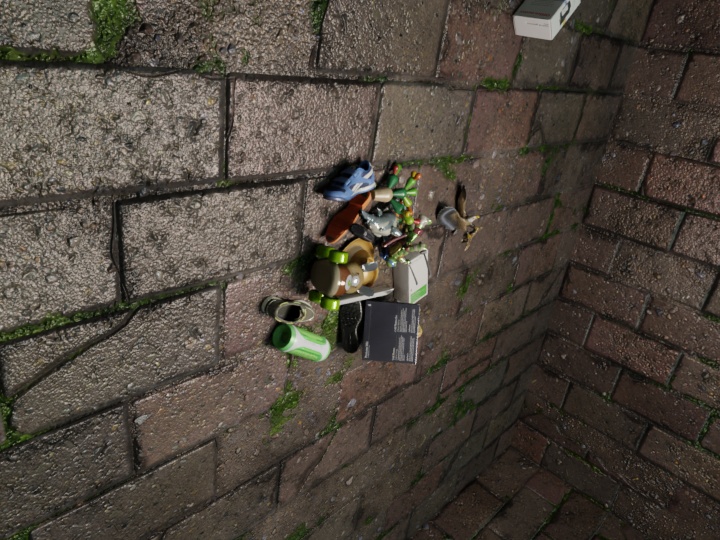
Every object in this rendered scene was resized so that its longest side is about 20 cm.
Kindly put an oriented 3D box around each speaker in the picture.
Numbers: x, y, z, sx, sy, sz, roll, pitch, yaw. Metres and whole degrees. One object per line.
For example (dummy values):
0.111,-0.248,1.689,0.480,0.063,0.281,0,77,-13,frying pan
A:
-0.175,0.220,1.560,0.200,0.088,0.089,32,87,-53,speaker

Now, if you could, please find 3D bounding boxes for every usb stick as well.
0.006,-0.109,1.513,0.200,0.055,0.033,12,100,-82,usb stick

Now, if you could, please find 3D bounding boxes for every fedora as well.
0.000,0.000,1.633,0.200,0.082,0.202,-28,131,-38,fedora

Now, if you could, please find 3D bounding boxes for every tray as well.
0.000,0.079,1.624,0.199,0.022,0.107,-12,170,-9,tray

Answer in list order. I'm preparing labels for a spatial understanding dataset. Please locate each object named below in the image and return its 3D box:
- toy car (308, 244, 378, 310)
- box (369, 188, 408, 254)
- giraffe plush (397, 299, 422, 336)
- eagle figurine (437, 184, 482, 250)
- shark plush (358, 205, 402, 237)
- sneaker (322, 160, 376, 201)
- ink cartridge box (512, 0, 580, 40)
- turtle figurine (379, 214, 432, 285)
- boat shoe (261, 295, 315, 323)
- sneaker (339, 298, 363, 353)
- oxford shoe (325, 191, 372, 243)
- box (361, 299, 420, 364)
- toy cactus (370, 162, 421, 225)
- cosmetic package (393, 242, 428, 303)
-0.033,0.024,1.513,0.199,0.158,0.165,6,99,-32,toy car
0.106,-0.149,1.706,0.136,0.038,0.201,-42,139,-25,box
0.136,0.226,1.910,0.201,0.171,0.163,-75,173,-47,giraffe plush
0.381,-0.205,1.955,0.200,0.151,0.152,48,27,-22,eagle figurine
0.045,-0.154,1.561,0.199,0.091,0.084,10,83,-44,shark plush
-0.034,-0.250,1.451,0.200,0.074,0.083,-35,134,-43,sneaker
0.644,-0.904,1.789,0.200,0.145,0.083,-52,144,-13,ink cartridge box
0.179,-0.068,1.679,0.195,0.199,0.144,-61,159,-15,turtle figurine
-0.196,0.122,1.494,0.201,0.060,0.072,19,97,-53,boat shoe
-0.024,0.171,1.743,0.088,0.075,0.201,-44,142,-62,sneaker
-0.026,-0.146,1.525,0.200,0.071,0.073,-50,147,-16,oxford shoe
0.100,0.204,1.739,0.104,0.181,0.201,74,20,-88,box
0.113,-0.234,1.584,0.164,0.102,0.201,-8,91,-29,toy cactus
0.179,0.013,1.856,0.107,0.085,0.201,-32,135,-31,cosmetic package
